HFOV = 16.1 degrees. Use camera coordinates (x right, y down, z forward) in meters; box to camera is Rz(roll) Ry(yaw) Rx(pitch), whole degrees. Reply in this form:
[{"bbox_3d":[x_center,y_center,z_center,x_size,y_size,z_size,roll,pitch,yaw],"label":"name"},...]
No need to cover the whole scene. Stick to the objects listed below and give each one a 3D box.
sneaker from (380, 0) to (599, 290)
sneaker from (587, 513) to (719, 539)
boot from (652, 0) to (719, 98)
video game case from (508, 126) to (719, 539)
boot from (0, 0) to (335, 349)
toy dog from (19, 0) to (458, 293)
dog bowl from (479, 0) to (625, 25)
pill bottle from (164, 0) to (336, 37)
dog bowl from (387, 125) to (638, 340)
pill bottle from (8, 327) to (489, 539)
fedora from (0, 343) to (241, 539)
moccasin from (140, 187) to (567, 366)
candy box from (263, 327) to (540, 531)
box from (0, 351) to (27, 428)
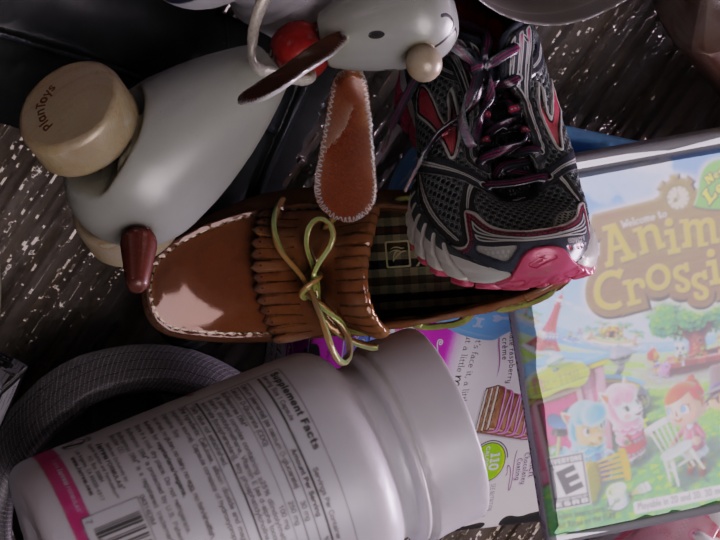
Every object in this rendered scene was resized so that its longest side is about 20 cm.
[{"bbox_3d":[0.053,-0.063,1.125,0.080,0.201,0.075,-4,129,-12],"label":"sneaker"},{"bbox_3d":[0.191,0.161,1.415,0.200,0.105,0.075,-40,123,-2],"label":"sneaker"},{"bbox_3d":[0.209,-0.063,1.269,0.064,0.187,0.200,-26,131,19],"label":"boot"},{"bbox_3d":[0.171,0.024,1.226,0.198,0.022,0.184,-10,98,-6],"label":"video game case"},{"bbox_3d":[-0.130,-0.063,1.169,0.199,0.066,0.166,17,101,-33],"label":"boot"},{"bbox_3d":[-0.050,-0.056,1.086,0.200,0.097,0.132,-38,140,21],"label":"toy dog"},{"bbox_3d":[0.085,-0.211,1.109,0.199,0.059,0.201,-21,126,-32],"label":"dog bowl"},{"bbox_3d":[-0.086,-0.183,1.098,0.199,0.116,0.116,28,102,-33],"label":"pill bottle"},{"bbox_3d":[0.112,-0.018,1.272,0.199,0.050,0.112,11,71,-20],"label":"dog bowl"},{"bbox_3d":[-0.049,0.105,1.163,0.199,0.113,0.114,-21,122,-14],"label":"pill bottle"},{"bbox_3d":[-0.111,0.119,1.258,0.177,0.090,0.200,-39,116,-5],"label":"fedora"},{"bbox_3d":[0.000,0.002,1.157,0.200,0.078,0.074,0,97,-2],"label":"moccasin"},{"bbox_3d":[0.048,0.063,1.322,0.199,0.061,0.137,-4,116,-23],"label":"candy box"},{"bbox_3d":[-0.261,0.099,1.157,0.157,0.050,0.201,27,106,2],"label":"box"}]
